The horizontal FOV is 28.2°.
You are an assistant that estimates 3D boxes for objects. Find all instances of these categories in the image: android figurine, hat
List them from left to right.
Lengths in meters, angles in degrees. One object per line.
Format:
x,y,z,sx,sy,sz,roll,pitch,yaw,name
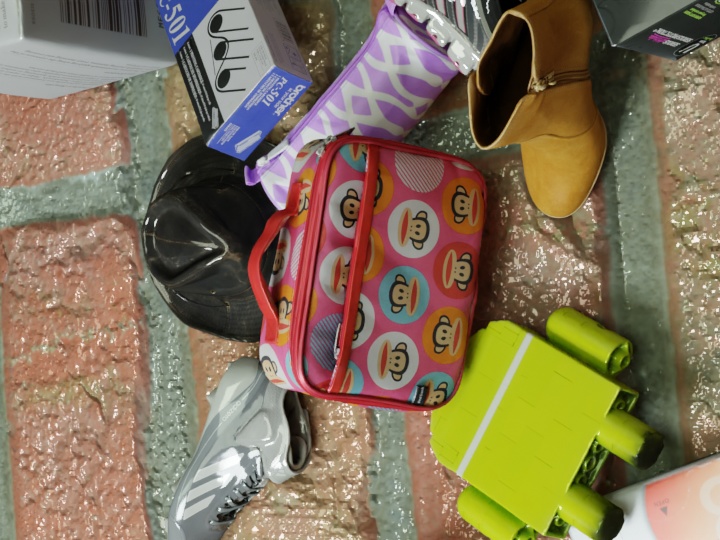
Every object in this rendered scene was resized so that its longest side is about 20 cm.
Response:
-0.129,-0.029,1.225,0.200,0.081,0.202,1,93,32,hat
0.129,0.116,1.071,0.200,0.041,0.183,29,96,43,android figurine

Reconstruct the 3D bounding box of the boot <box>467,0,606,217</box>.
0.118,-0.105,0.999,0.071,0.144,0.202,23,126,26,boot

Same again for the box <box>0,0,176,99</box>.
-0.292,-0.266,1.246,0.171,0.199,0.201,-10,86,33,box

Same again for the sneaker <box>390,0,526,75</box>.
0.071,-0.222,1.053,0.200,0.074,0.087,45,129,-9,sneaker

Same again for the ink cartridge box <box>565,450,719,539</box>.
0.252,0.239,1.016,0.162,0.050,0.201,-28,75,31,ink cartridge box

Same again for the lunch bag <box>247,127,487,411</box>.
0.000,0.000,1.072,0.082,0.175,0.201,2,83,61,lunch bag

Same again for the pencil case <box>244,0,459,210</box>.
-0.005,-0.124,1.135,0.200,0.085,0.084,-48,25,21,pencil case

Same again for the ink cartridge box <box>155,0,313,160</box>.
-0.110,-0.195,1.184,0.094,0.044,0.201,-45,47,27,ink cartridge box

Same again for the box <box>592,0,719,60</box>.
0.245,-0.252,0.948,0.199,0.124,0.149,-28,78,29,box

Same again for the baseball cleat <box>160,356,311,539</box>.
-0.104,0.178,1.228,0.106,0.070,0.201,24,106,30,baseball cleat
